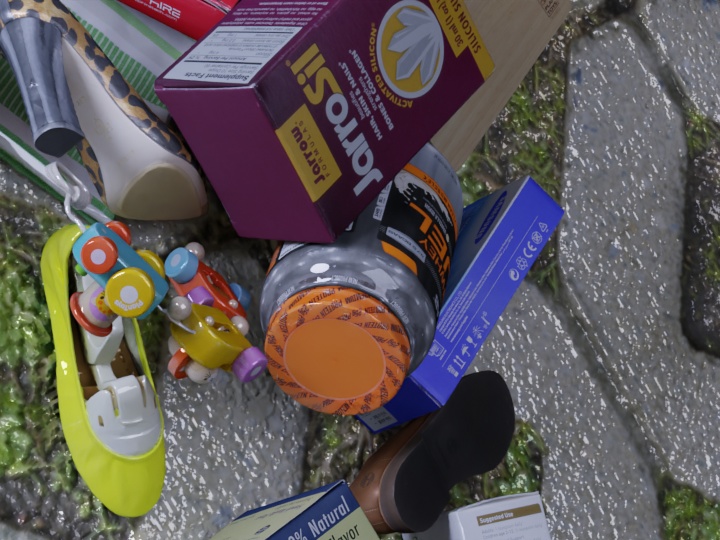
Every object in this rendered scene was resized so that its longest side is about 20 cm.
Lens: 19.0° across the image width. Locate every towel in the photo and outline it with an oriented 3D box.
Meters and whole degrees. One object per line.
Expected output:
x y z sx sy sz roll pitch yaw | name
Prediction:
-0.190 -0.145 1.504 0.152 0.023 0.201 36 59 -18 | towel

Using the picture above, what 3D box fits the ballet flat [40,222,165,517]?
-0.168 0.063 1.424 0.067 0.067 0.201 -10 81 -28 | ballet flat

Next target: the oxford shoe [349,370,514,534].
0.047 0.127 1.548 0.200 0.071 0.072 -34 106 -51 | oxford shoe

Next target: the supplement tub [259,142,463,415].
0.000 0.000 1.482 0.122 0.122 0.200 38 36 -17 | supplement tub

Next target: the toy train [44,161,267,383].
-0.136 0.015 1.395 0.200 0.056 0.150 35 13 -45 | toy train

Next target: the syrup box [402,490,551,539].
0.100 0.265 1.526 0.081 0.079 0.201 -9 80 -34 | syrup box

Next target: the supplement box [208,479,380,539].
-0.060 0.278 1.385 0.200 0.134 0.200 -34 95 -35 | supplement box

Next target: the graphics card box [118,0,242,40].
-0.105 -0.253 1.533 0.125 0.051 0.200 26 51 6 | graphics card box

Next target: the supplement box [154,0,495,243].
-0.020 -0.131 1.446 0.200 0.103 0.131 -48 125 -31 | supplement box

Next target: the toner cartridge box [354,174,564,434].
0.067 0.024 1.570 0.043 0.095 0.200 44 56 -14 | toner cartridge box

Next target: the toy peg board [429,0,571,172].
0.035 -0.209 1.640 0.199 0.098 0.200 53 55 -26 | toy peg board

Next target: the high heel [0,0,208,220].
-0.170 -0.117 1.449 0.200 0.071 0.143 33 32 -56 | high heel
